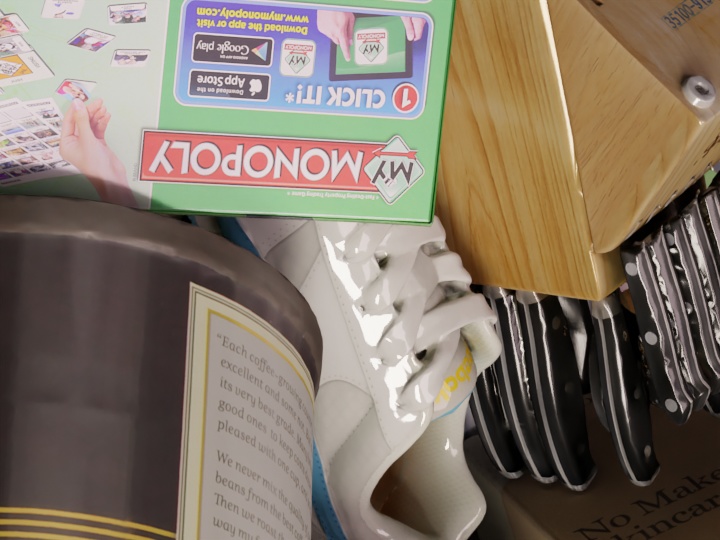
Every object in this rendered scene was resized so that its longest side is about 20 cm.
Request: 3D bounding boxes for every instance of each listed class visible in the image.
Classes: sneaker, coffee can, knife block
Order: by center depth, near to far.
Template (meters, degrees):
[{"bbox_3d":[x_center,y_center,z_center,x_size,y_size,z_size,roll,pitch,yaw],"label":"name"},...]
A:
[{"bbox_3d":[-0.083,0.104,0.675,0.146,0.146,0.201,37,44,-46],"label":"coffee can"},{"bbox_3d":[0.000,0.000,0.803,0.076,0.080,0.201,-44,143,-39],"label":"sneaker"},{"bbox_3d":[0.047,-0.036,0.833,0.064,0.200,0.176,-35,166,-43],"label":"knife block"}]

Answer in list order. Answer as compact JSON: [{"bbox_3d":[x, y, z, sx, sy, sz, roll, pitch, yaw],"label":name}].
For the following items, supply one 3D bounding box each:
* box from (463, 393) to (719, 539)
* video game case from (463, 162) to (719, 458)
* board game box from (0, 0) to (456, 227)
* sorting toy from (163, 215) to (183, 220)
[{"bbox_3d":[0.113,0.105,0.846,0.094,0.200,0.078,-23,115,-14],"label":"box"},{"bbox_3d":[0.060,-0.030,0.914,0.181,0.023,0.201,-28,124,-34],"label":"video game case"},{"bbox_3d":[-0.068,-0.083,0.690,0.199,0.029,0.136,2,101,-25],"label":"board game box"},{"bbox_3d":[-0.089,-0.072,0.740,0.185,0.036,0.201,33,83,-46],"label":"sorting toy"}]
